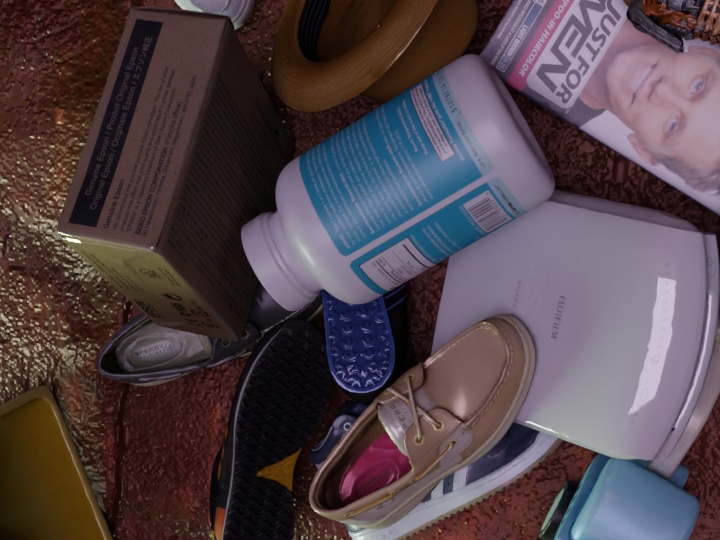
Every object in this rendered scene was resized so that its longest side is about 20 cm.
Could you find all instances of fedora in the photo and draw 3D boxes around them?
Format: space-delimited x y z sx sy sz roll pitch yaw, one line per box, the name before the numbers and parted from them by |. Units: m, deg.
fedora | 0.025 -0.182 0.935 0.201 0.201 0.082 -44 126 16

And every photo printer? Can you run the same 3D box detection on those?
photo printer | 0.147 0.032 0.914 0.200 0.069 0.167 17 98 43

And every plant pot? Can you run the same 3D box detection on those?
plant pot | -0.339 0.232 1.062 0.200 0.194 0.196 -21 93 25

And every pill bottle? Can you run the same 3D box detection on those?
pill bottle | 0.021 -0.050 0.901 0.200 0.111 0.111 -30 91 13

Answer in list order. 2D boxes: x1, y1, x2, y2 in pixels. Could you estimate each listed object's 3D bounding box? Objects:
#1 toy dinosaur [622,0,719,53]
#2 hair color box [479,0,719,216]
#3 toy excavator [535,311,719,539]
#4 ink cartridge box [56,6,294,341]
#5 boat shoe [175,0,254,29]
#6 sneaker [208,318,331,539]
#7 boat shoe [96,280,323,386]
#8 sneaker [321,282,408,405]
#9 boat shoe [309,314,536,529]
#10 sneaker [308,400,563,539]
toy dinosaur | 0.208 -0.207 0.865 0.136 0.102 0.200 -40 85 -19
hair color box | 0.192 -0.134 0.931 0.200 0.061 0.100 32 105 7
toy excavator | 0.207 0.147 0.942 0.100 0.195 0.200 31 133 8
ink cartridge box | -0.118 -0.059 0.924 0.075 0.200 0.165 9 72 14
boat shoe | -0.138 -0.271 0.987 0.072 0.069 0.200 -16 94 16
sneaker | -0.081 0.127 1.028 0.070 0.090 0.201 8 99 -27
boat shoe | -0.112 0.041 1.031 0.201 0.066 0.072 -24 92 16
sneaker | 0.000 0.000 0.999 0.070 0.078 0.200 -1 76 5
boat shoe | 0.038 0.108 0.914 0.200 0.069 0.074 -52 55 23
sneaker | 0.053 0.124 1.001 0.200 0.070 0.109 -32 92 19
